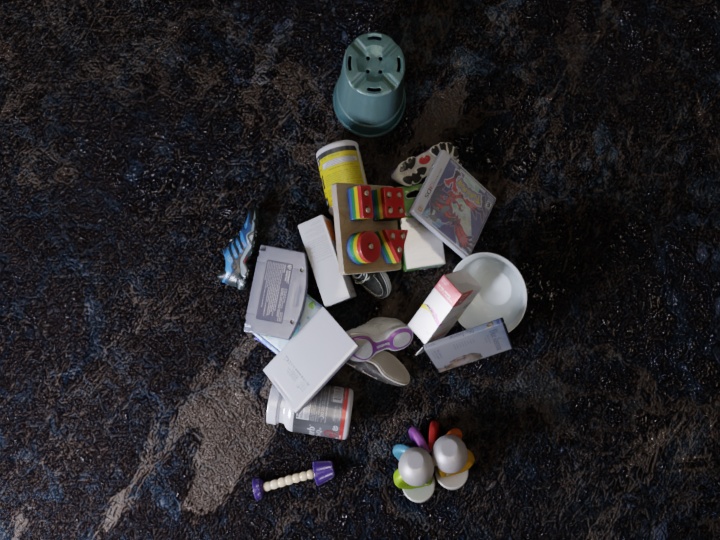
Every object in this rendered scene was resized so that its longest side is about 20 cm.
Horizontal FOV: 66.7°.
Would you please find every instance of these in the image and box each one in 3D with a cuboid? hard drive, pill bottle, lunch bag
[{"bbox_3d":[-0.113,0.202,1.245,0.200,0.025,0.132,-45,64,-4],"label":"hard drive"},{"bbox_3d":[-0.117,0.325,1.290,0.192,0.116,0.121,9,84,-1],"label":"pill bottle"},{"bbox_3d":[-0.036,-0.202,1.345,0.110,0.114,0.208,-13,85,-3],"label":"pill bottle"},{"bbox_3d":[-0.170,0.127,1.323,0.198,0.082,0.163,36,83,1],"label":"lunch bag"}]

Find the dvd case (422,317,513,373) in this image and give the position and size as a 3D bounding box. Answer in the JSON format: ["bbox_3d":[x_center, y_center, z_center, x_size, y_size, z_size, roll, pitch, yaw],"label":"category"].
[{"bbox_3d":[0.256,0.180,1.287,0.194,0.143,0.018,-21,51,13],"label":"dvd case"}]

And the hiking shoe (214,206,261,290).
[{"bbox_3d":[-0.297,-0.060,1.340,0.083,0.074,0.208,13,84,-2],"label":"hiking shoe"}]

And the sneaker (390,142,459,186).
[{"bbox_3d":[0.161,-0.270,1.383,0.194,0.083,0.084,-18,102,-19],"label":"sneaker"}]

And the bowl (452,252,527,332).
[{"bbox_3d":[0.317,0.050,1.328,0.195,0.090,0.209,8,106,30],"label":"bowl"}]

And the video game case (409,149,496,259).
[{"bbox_3d":[0.232,-0.162,1.349,0.198,0.023,0.186,36,73,-21],"label":"video game case"}]

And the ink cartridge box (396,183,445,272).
[{"bbox_3d":[0.146,-0.107,1.370,0.100,0.059,0.208,-7,85,-5],"label":"ink cartridge box"}]

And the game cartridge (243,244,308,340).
[{"bbox_3d":[-0.190,0.052,1.273,0.128,0.041,0.208,9,81,7],"label":"game cartridge"}]

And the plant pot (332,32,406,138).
[{"bbox_3d":[0.028,-0.458,1.331,0.192,0.196,0.209,0,84,-3],"label":"plant pot"}]

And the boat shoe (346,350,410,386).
[{"bbox_3d":[0.030,0.228,1.343,0.196,0.057,0.068,31,48,-3],"label":"boat shoe"}]

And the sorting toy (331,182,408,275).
[{"bbox_3d":[0.034,-0.100,1.270,0.196,0.068,0.207,-4,89,-45],"label":"sorting toy"}]

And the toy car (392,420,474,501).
[{"bbox_3d":[0.161,0.434,1.284,0.193,0.178,0.153,-18,51,-4],"label":"toy car"}]

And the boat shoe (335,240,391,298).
[{"bbox_3d":[0.000,0.000,1.322,0.071,0.072,0.201,-30,110,31],"label":"boat shoe"}]

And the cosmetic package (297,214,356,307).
[{"bbox_3d":[-0.079,-0.021,1.327,0.069,0.101,0.207,-19,86,8],"label":"cosmetic package"}]

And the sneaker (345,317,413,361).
[{"bbox_3d":[0.026,0.161,1.318,0.193,0.100,0.078,-6,113,-18],"label":"sneaker"}]

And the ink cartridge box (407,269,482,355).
[{"bbox_3d":[0.189,0.100,1.296,0.068,0.115,0.203,45,120,23],"label":"ink cartridge box"}]

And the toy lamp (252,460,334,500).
[{"bbox_3d":[-0.157,0.497,1.303,0.193,0.058,0.060,-14,85,-1],"label":"toy lamp"}]
